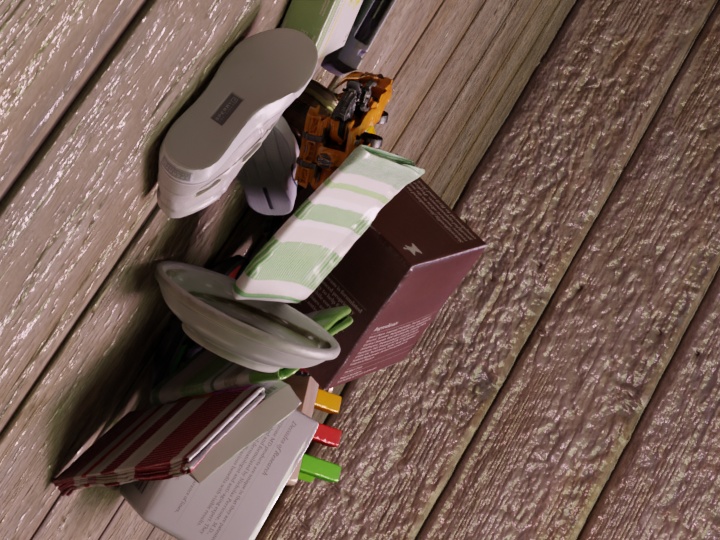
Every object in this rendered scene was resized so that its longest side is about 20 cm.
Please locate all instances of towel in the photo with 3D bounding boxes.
[{"bbox_3d":[-0.033,-0.041,1.564,0.200,0.023,0.152,-45,161,16],"label":"towel"},{"bbox_3d":[-0.204,0.174,1.598,0.200,0.023,0.144,-14,-160,38],"label":"towel"},{"bbox_3d":[-0.117,0.096,1.681,0.200,0.031,0.149,-13,-160,41],"label":"towel"}]

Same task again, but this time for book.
[{"bbox_3d":[-0.153,0.153,1.672,0.134,0.048,0.200,-36,-165,-14],"label":"book"}]

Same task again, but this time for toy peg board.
[{"bbox_3d":[-0.096,0.190,2.064,0.200,0.098,0.200,-6,-114,52],"label":"toy peg board"}]

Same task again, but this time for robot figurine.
[{"bbox_3d":[-0.017,-0.137,1.615,0.200,0.058,0.145,-47,151,-67],"label":"robot figurine"}]

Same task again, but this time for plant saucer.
[{"bbox_3d":[-0.119,0.055,1.545,0.050,0.200,0.200,-65,173,7],"label":"plant saucer"}]

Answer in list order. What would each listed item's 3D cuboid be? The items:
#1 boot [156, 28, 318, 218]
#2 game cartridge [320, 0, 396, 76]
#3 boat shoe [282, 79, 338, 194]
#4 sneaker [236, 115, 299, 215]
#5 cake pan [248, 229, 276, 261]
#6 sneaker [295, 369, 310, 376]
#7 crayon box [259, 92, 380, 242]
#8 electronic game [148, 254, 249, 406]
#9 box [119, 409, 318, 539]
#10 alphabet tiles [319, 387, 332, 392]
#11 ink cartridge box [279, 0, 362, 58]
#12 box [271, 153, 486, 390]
[{"bbox_3d":[-0.117,-0.132,1.413,0.200,0.074,0.096,-47,173,-31],"label":"boot"},{"bbox_3d":[0.022,-0.304,1.683,0.200,0.038,0.130,-61,-165,-2],"label":"game cartridge"},{"bbox_3d":[-0.065,-0.133,1.749,0.068,0.072,0.200,-52,164,-24],"label":"boat shoe"},{"bbox_3d":[-0.099,-0.126,1.588,0.200,0.073,0.071,93,-1,-68],"label":"sneaker"},{"bbox_3d":[-0.117,0.003,2.022,0.200,0.037,0.200,-59,173,-12],"label":"cake pan"},{"bbox_3d":[-0.100,0.070,1.903,0.079,0.096,0.200,-24,156,26],"label":"sneaker"},{"bbox_3d":[-0.044,-0.098,1.915,0.200,0.051,0.126,-62,159,-19],"label":"crayon box"},{"bbox_3d":[-0.184,0.071,1.804,0.200,0.042,0.200,-59,173,-12],"label":"electronic game"},{"bbox_3d":[-0.173,0.226,1.876,0.200,0.131,0.199,-60,-165,-8],"label":"box"},{"bbox_3d":[-0.069,0.070,2.109,0.200,0.015,0.196,-6,-99,53],"label":"alphabet tiles"},{"bbox_3d":[-0.009,-0.298,1.573,0.146,0.048,0.200,-64,170,26],"label":"ink cartridge box"},{"bbox_3d":[0.000,0.000,1.794,0.164,0.166,0.200,-15,146,-53],"label":"box"}]
